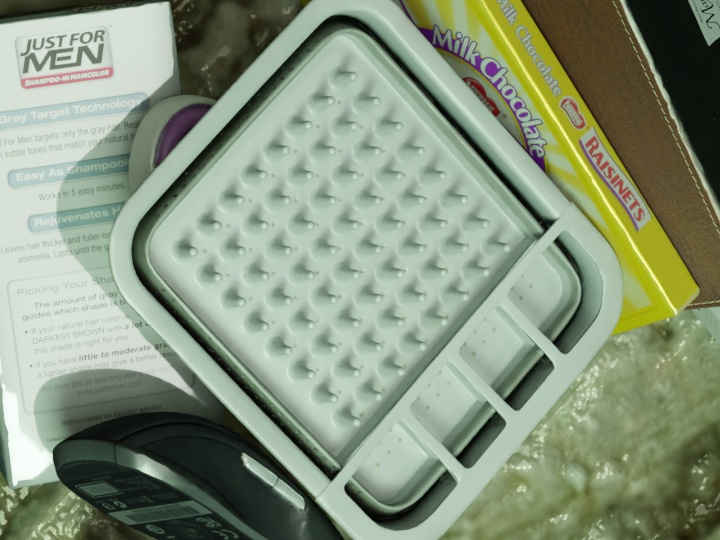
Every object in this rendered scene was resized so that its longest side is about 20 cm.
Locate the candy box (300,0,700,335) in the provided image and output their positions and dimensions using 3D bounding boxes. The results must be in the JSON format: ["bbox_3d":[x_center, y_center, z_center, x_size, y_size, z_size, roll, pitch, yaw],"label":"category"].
[{"bbox_3d":[0.061,-0.056,1.071,0.026,0.102,0.200,-42,103,-40],"label":"candy box"}]

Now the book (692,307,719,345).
[{"bbox_3d":[0.256,0.043,1.103,0.133,0.200,0.048,-29,148,-8],"label":"book"}]

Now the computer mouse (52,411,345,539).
[{"bbox_3d":[-0.058,0.111,1.055,0.200,0.140,0.046,32,63,-25],"label":"computer mouse"}]

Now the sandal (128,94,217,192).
[{"bbox_3d":[-0.016,-0.012,1.054,0.202,0.050,0.083,24,76,-38],"label":"sandal"}]

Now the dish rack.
[{"bbox_3d":[0.000,0.000,1.013,0.172,0.044,0.200,-48,110,-15],"label":"dish rack"}]

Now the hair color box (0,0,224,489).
[{"bbox_3d":[-0.123,-0.014,1.056,0.099,0.061,0.201,-9,100,-14],"label":"hair color box"}]

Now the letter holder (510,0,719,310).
[{"bbox_3d":[0.112,-0.088,1.095,0.101,0.142,0.200,-40,110,-39],"label":"letter holder"}]
